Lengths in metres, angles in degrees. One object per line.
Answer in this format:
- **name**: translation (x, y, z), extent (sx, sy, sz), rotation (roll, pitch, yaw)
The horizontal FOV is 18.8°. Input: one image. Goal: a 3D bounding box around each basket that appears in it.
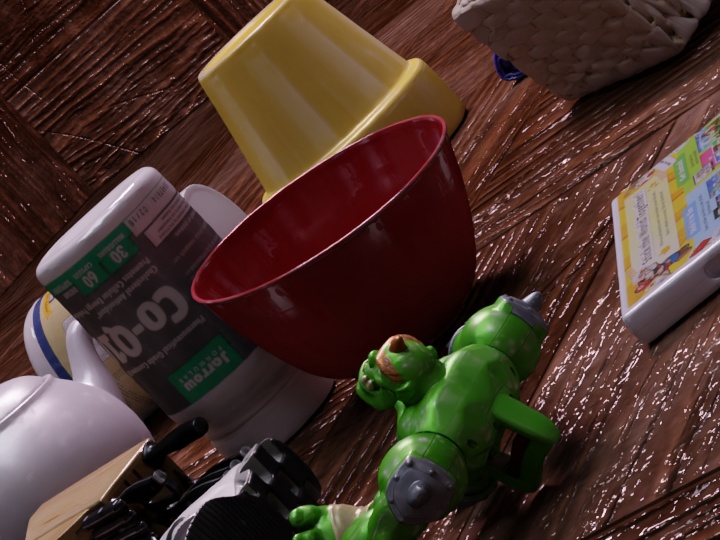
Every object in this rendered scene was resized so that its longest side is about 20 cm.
- **basket**: translation (0.170, -0.219, 1.581), extent (0.123, 0.136, 0.200), rotation (-60, 14, -18)

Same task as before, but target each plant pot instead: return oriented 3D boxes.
- **plant pot**: translation (-0.039, -0.149, 1.972), extent (0.201, 0.189, 0.201), rotation (-42, 11, 10)

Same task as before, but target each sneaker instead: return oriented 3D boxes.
- **sneaker**: translation (-0.079, 0.165, 1.214), extent (0.089, 0.074, 0.200), rotation (-40, 1, 15)

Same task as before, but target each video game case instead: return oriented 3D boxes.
- **video game case**: translation (0.210, -0.056, 1.143), extent (0.182, 0.023, 0.200), rotation (-40, 12, 16)

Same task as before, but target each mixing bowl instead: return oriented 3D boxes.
- **mixing bowl**: translation (0.000, 0.000, 1.418), extent (0.200, 0.108, 0.200), rotation (-31, 17, 10)

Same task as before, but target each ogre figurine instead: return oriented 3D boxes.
- **ogre figurine**: translation (0.038, 0.083, 1.050), extent (0.200, 0.098, 0.120), rotation (-32, -16, -37)

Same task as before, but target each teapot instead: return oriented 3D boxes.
- **teapot**: translation (-0.268, 0.153, 1.705), extent (0.197, 0.146, 0.200), rotation (-37, 8, 10)

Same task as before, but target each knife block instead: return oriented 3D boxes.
- **knife block**: translation (-0.151, 0.160, 1.506), extent (0.176, 0.064, 0.200), rotation (-42, 10, 1)

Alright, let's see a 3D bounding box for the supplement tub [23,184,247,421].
- **supplement tub**: translation (-0.180, 0.032, 1.896), extent (0.200, 0.144, 0.144), rotation (-39, 11, 20)

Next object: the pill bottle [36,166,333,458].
- **pill bottle**: translation (-0.119, 0.035, 1.503), extent (0.113, 0.200, 0.113), rotation (-42, 10, 9)

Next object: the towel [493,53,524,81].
- **towel**: translation (0.196, -0.260, 1.919), extent (0.148, 0.050, 0.200), rotation (-33, 15, 41)
